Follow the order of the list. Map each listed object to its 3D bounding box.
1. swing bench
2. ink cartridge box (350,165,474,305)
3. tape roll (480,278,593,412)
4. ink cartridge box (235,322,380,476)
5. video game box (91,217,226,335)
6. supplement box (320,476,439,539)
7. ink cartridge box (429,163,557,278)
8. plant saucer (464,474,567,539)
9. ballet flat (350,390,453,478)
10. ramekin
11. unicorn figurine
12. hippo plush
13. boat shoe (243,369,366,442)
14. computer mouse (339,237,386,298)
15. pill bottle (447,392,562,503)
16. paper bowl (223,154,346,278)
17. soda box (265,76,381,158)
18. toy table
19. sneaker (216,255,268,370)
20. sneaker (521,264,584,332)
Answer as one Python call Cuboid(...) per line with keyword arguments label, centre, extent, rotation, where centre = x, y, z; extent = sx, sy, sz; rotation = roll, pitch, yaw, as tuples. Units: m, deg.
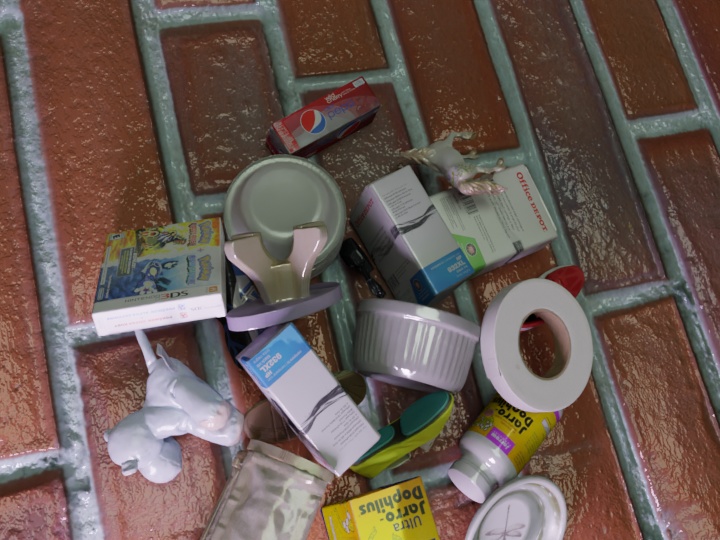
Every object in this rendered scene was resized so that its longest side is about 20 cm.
Cuboid(label="swing bench", centre=(-0.144, 0.350, 1.085), extent=(0.128, 0.200, 0.202), rotation=(26, 67, -4))
Cuboid(label="ink cartridge box", centre=(0.078, -0.043, 1.297), extent=(0.083, 0.145, 0.202), rotation=(-27, 80, -21))
Cuboid(label="tape roll", centre=(0.271, 0.115, 1.230), extent=(0.199, 0.037, 0.207), rotation=(6, 78, -28))
Cuboid(label="ink cartridge box", centre=(-0.077, 0.175, 1.123), extent=(0.083, 0.145, 0.201), rotation=(-40, 97, -15))
Cuboid(label="video game box", centre=(-0.287, 0.004, 1.172), extent=(0.178, 0.048, 0.201), rotation=(-7, 37, -6))
Cuboid(label="supplement box", centre=(0.024, 0.365, 1.125), extent=(0.107, 0.200, 0.112), rotation=(-13, 75, -19))
Cuboid(label="ink cartridge box", centre=(0.217, -0.079, 1.387), extent=(0.197, 0.084, 0.148), rotation=(-20, 78, -19))
Cuboid(label="plant saucer", centre=(0.225, 0.396, 1.221), extent=(0.197, 0.050, 0.204), rotation=(-10, 111, -27))
Cuboid(label="ballet flat", centre=(0.069, 0.252, 1.210), extent=(0.198, 0.067, 0.067), rotation=(-35, 115, 15))
Cuboid(label="ramekin", centre=(0.080, 0.121, 1.228), extent=(0.196, 0.200, 0.107), rotation=(15, 77, -9))
Cuboid(label="unicorn figurine", centre=(0.150, -0.181, 1.347), extent=(0.135, 0.200, 0.075), rotation=(-17, 120, -23))
Cuboid(label="hippo plush", centre=(-0.266, 0.219, 1.111), extent=(0.162, 0.158, 0.200), rotation=(-51, 132, -12))
Cuboid(label="boat shoe", centre=(-0.088, 0.205, 1.232), extent=(0.196, 0.063, 0.075), rotation=(-16, 102, -16))
Cuboid(label="computer mouse", centre=(0.000, 0.000, 1.264), extent=(0.034, 0.200, 0.059), rotation=(-38, 113, 5))
Cuboid(label="pill bottle", centre=(0.225, 0.264, 1.264), extent=(0.104, 0.104, 0.200), rotation=(43, 67, 3))
Cuboid(label="paper bowl", centre=(-0.120, -0.089, 1.276), extent=(0.196, 0.105, 0.205), rotation=(2, 68, -5))
Cuboid(label="soda box", centre=(-0.064, -0.252, 1.378), extent=(0.198, 0.070, 0.064), rotation=(-32, 83, -22))
Cuboid(label="toy table", centre=(-0.111, 0.002, 1.137), extent=(0.199, 0.181, 0.120), rotation=(-22, 105, -60))
Cuboid(label="sneaker", centre=(-0.183, 0.057, 1.253), extent=(0.076, 0.075, 0.203), rotation=(-7, 70, -43))
Cuboid(label="sneaker", centre=(0.323, 0.051, 1.350), extent=(0.199, 0.115, 0.079), rotation=(-35, 94, -18))
